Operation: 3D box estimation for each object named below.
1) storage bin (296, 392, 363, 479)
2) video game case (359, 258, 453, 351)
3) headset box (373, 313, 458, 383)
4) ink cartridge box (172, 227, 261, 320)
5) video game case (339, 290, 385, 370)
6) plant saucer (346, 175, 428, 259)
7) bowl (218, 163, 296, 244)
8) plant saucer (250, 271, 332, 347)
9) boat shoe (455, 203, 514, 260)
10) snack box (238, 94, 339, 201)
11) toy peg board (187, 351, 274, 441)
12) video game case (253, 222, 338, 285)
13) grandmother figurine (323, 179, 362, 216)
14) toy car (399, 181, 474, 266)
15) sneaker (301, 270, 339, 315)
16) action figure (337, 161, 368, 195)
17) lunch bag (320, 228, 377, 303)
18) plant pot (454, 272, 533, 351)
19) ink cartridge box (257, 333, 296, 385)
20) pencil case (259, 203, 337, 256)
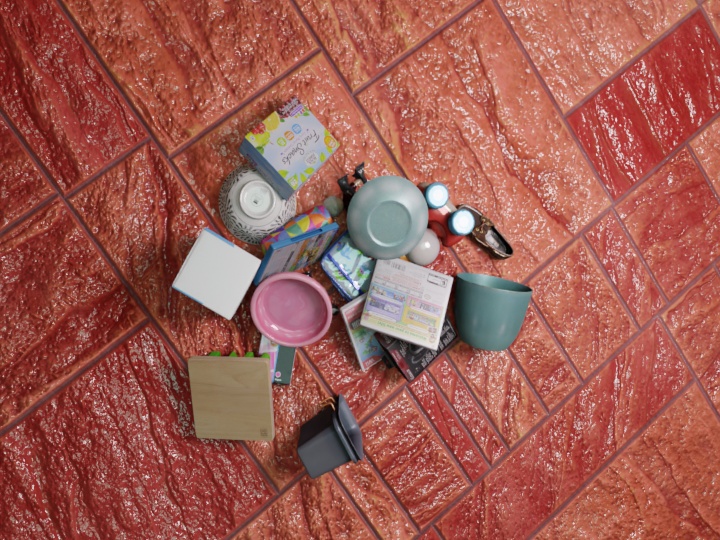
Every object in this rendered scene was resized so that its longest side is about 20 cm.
[{"bbox_3d":[-0.082,0.400,1.297,0.132,0.200,0.149,-29,96,0],"label":"storage bin"},{"bbox_3d":[0.111,0.074,1.284,0.194,0.022,0.188,18,72,-2],"label":"video game case"},{"bbox_3d":[0.136,0.173,1.362,0.199,0.077,0.150,-41,126,-7],"label":"headset box"},{"bbox_3d":[-0.324,0.008,1.236,0.144,0.200,0.149,30,84,-9],"label":"ink cartridge box"},{"bbox_3d":[0.036,0.142,1.347,0.140,0.017,0.205,-29,125,-16],"label":"video game case"},{"bbox_3d":[0.064,-0.114,1.237,0.193,0.039,0.208,-1,113,-3],"label":"plant saucer"},{"bbox_3d":[-0.250,-0.168,1.304,0.193,0.094,0.209,0,91,-11],"label":"bowl"},{"bbox_3d":[-0.163,0.087,1.275,0.193,0.051,0.207,1,119,1],"label":"plant saucer"},{"bbox_3d":[0.333,-0.107,1.431,0.198,0.070,0.071,39,85,-8],"label":"boat shoe"},{"bbox_3d":[-0.169,-0.298,1.293,0.169,0.067,0.201,46,57,-8],"label":"snack box"},{"bbox_3d":[-0.297,0.290,1.291,0.192,0.098,0.207,1,106,7],"label":"toy peg board"},{"bbox_3d":[-0.151,-0.040,1.256,0.197,0.144,0.018,-23,68,-41],"label":"video game case"},{"bbox_3d":[-0.001,-0.176,1.374,0.193,0.061,0.125,-10,65,-8],"label":"grandmother figurine"},{"bbox_3d":[0.155,-0.094,1.338,0.176,0.184,0.201,42,85,-8],"label":"toy car"},{"bbox_3d":[-0.130,0.043,1.340,0.196,0.072,0.085,29,83,-10],"label":"sneaker"},{"bbox_3d":[0.023,-0.153,1.295,0.117,0.102,0.204,-30,84,-13],"label":"action figure"},{"bbox_3d":[0.000,0.000,1.362,0.160,0.082,0.201,-42,97,-5],"label":"lunch bag"},{"bbox_3d":[0.328,0.110,1.372,0.193,0.201,0.167,8,99,-11],"label":"plant pot"},{"bbox_3d":[-0.206,0.179,1.346,0.091,0.037,0.208,9,87,-10],"label":"ink cartridge box"},{"bbox_3d":[-0.150,-0.083,1.319,0.196,0.088,0.090,-31,96,-16],"label":"pencil case"}]
